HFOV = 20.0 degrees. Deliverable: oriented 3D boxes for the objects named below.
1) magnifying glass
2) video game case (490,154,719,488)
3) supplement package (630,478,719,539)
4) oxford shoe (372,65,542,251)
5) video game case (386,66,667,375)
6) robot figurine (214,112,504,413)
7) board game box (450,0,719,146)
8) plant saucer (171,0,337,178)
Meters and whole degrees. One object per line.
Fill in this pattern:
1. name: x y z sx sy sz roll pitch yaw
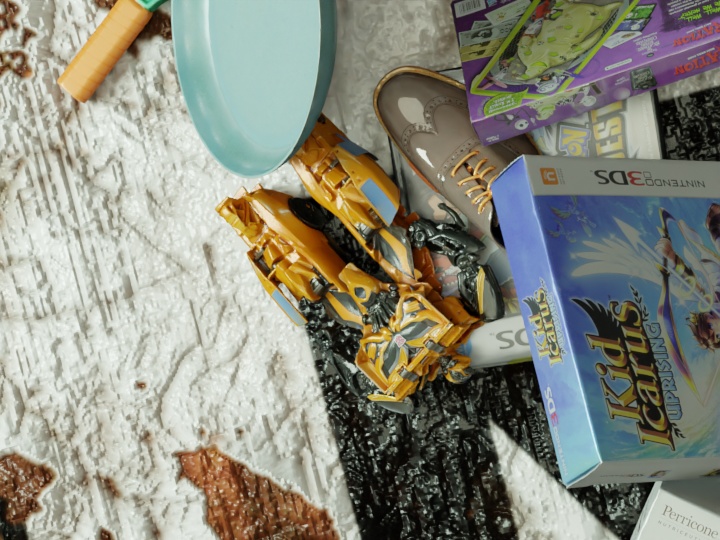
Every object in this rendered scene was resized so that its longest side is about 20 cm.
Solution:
1. magnifying glass: -0.138 -0.200 1.396 0.080 0.022 0.200 40 101 6
2. video game case: 0.186 0.028 1.249 0.181 0.045 0.201 0 66 -28
3. supplement package: 0.260 0.211 1.276 0.199 0.156 0.111 23 97 9
4. oxford shoe: 0.086 -0.060 1.309 0.200 0.073 0.071 40 100 7
5. video game case: 0.116 -0.041 1.354 0.180 0.025 0.201 -9 92 12
6. robot figurine: 0.000 0.000 1.345 0.200 0.058 0.145 48 118 15
7. board game box: 0.160 -0.157 1.300 0.199 0.120 0.032 -18 132 12
8. plant saucer: -0.066 -0.160 1.307 0.027 0.200 0.201 -5 93 -31
